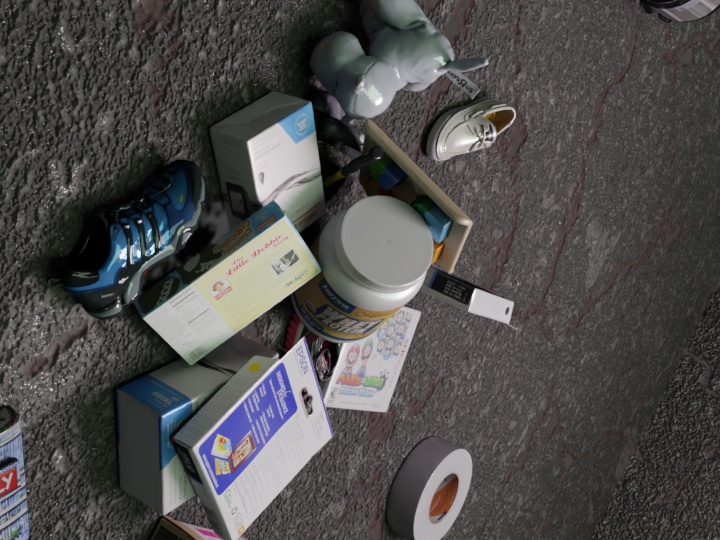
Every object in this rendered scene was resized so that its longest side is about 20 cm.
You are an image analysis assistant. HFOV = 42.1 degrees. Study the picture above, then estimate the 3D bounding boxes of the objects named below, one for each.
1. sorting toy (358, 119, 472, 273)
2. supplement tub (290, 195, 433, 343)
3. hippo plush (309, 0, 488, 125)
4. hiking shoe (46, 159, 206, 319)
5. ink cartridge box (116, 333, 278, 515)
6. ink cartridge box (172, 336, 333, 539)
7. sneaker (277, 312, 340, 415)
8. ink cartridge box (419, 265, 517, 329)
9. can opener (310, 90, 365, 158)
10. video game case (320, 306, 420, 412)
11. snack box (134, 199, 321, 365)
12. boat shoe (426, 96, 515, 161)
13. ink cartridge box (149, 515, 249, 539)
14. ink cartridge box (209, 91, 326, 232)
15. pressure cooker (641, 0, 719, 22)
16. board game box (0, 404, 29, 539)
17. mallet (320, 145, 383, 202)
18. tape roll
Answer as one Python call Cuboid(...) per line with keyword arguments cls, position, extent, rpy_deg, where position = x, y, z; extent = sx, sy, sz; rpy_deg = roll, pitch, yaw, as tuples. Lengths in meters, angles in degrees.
Cuboid(cls="sorting toy", position=(0.061, -0.087, 1.211), extent=(0.036, 0.185, 0.200), rpy_deg=(-41, 167, -12))
Cuboid(cls="supplement tub", position=(0.000, 0.000, 1.218), extent=(0.145, 0.145, 0.200), rpy_deg=(-48, 180, -30))
Cuboid(cls="hippo plush", position=(0.027, -0.250, 1.195), extent=(0.161, 0.200, 0.159), rpy_deg=(-39, 168, -14))
Cuboid(cls="hiking shoe", position=(-0.237, -0.044, 0.987), extent=(0.200, 0.074, 0.087), rpy_deg=(-58, 146, -17))
Cuboid(cls="ink cartridge box", position=(-0.197, 0.184, 1.159), extent=(0.200, 0.084, 0.145), rpy_deg=(-26, 128, -48))
Cuboid(cls="ink cartridge box", position=(-0.127, 0.205, 1.157), extent=(0.200, 0.047, 0.198), rpy_deg=(-46, 141, -34))
Cuboid(cls="sneaker", position=(-0.077, 0.149, 1.323), extent=(0.081, 0.075, 0.200), rpy_deg=(0, 107, -55))
Cuboid(cls="ink cartridge box", position=(0.132, 0.026, 1.449), extent=(0.200, 0.198, 0.043), rpy_deg=(22, 92, -58))
Cuboid(cls="can opener", position=(-0.007, -0.175, 1.261), extent=(0.200, 0.063, 0.079), rpy_deg=(24, 87, -57))
Cuboid(cls="video game case", position=(0.015, 0.135, 1.496), extent=(0.200, 0.024, 0.182), rpy_deg=(19, 91, -57))
Cuboid(cls="snack box", position=(-0.153, 0.017, 1.105), extent=(0.200, 0.037, 0.116), rpy_deg=(-36, 140, -4))
Cuboid(cls="boat shoe", position=(0.183, -0.225, 1.503), extent=(0.200, 0.070, 0.071), rpy_deg=(-33, 132, -43))
Cuboid(cls="ink cartridge box", position=(-0.225, 0.437, 1.264), extent=(0.165, 0.075, 0.200), rpy_deg=(-63, 146, -9))
Cuboid(cls="ink cartridge box", position=(-0.107, -0.103, 1.151), extent=(0.116, 0.067, 0.200), rpy_deg=(-40, 137, -37))
Cuboid(cls="pressure cooker", position=(0.652, -0.594, 1.888), extent=(0.200, 0.176, 0.179), rpy_deg=(2, 109, -52))
Cuboid(cls="board game box", position=(-0.406, 0.218, 0.896), extent=(0.200, 0.062, 0.200), rpy_deg=(-24, 126, -48))
Cuboid(cls="mallet", position=(-0.028, -0.117, 1.174), extent=(0.041, 0.200, 0.066), rpy_deg=(47, 74, -11))
Cuboid(cls="tape roll", position=(0.133, 0.421, 1.783), extent=(0.200, 0.066, 0.200), rpy_deg=(-32, 132, -43))
